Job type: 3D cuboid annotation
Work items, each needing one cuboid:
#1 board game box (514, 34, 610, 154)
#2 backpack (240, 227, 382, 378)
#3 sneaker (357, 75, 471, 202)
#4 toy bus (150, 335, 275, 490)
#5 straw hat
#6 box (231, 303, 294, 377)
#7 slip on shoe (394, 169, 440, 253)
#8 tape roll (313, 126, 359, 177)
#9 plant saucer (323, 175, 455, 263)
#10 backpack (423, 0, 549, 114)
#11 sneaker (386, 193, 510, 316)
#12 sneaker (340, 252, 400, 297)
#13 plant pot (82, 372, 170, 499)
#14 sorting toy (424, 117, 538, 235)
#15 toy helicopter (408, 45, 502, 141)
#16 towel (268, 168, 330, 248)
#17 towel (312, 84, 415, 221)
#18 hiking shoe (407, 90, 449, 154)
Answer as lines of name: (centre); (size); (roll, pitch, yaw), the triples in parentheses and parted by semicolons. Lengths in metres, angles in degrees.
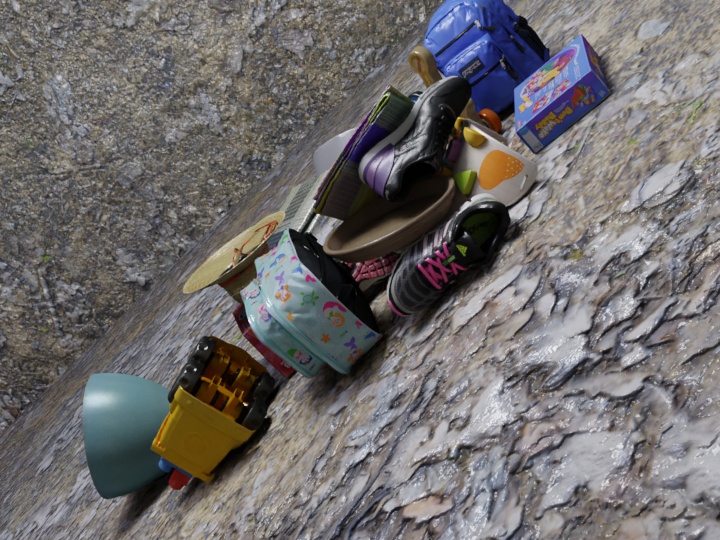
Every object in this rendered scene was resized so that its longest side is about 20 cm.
board game box: (0.292, -0.263, 1.397); (0.134, 0.045, 0.201); (-38, 16, 25)
backpack: (-0.064, 0.052, 1.274); (0.151, 0.177, 0.200); (-47, 25, 0)
sneaker: (0.095, -0.172, 1.296); (0.200, 0.076, 0.088); (-47, 52, -1)
toy bus: (-0.230, 0.221, 1.404); (0.193, 0.135, 0.200); (-57, 8, 19)
straw hat: (-0.173, 0.003, 1.482); (0.200, 0.085, 0.201); (-34, 18, 12)
box: (-0.133, 0.084, 1.514); (0.095, 0.100, 0.200); (-44, 15, -4)
slip on shoe: (0.085, -0.119, 1.409); (0.073, 0.061, 0.202); (-1, 71, 39)
tape roll: (0.017, -0.193, 1.697); (0.198, 0.067, 0.200); (-15, -14, -4)
plant saucer: (0.042, -0.066, 1.273); (0.198, 0.030, 0.200); (-26, 18, 9)
backpack: (0.210, -0.376, 1.618); (0.162, 0.200, 0.168); (-35, 17, 29)
sneaker: (0.113, -0.022, 1.181); (0.200, 0.074, 0.087); (-42, 8, -7)
sneaker: (0.000, 0.000, 1.438); (0.199, 0.081, 0.075); (-37, -16, 0)
plant pot: (-0.356, 0.260, 1.543); (0.133, 0.203, 0.200); (-8, 18, 0)
sorting toy: (0.145, -0.111, 1.343); (0.181, 0.106, 0.200); (-62, 11, 14)
toy helicopter: (0.134, -0.276, 1.555); (0.079, 0.201, 0.132); (-43, 24, -22)
towel: (-0.115, -0.075, 1.620); (0.201, 0.034, 0.192); (-61, 19, -19)
towel: (0.021, -0.152, 1.342); (0.201, 0.023, 0.143); (-56, -32, 10)
hiking shoe: (0.089, -0.192, 1.488); (0.074, 0.086, 0.203); (-25, 66, 50)
